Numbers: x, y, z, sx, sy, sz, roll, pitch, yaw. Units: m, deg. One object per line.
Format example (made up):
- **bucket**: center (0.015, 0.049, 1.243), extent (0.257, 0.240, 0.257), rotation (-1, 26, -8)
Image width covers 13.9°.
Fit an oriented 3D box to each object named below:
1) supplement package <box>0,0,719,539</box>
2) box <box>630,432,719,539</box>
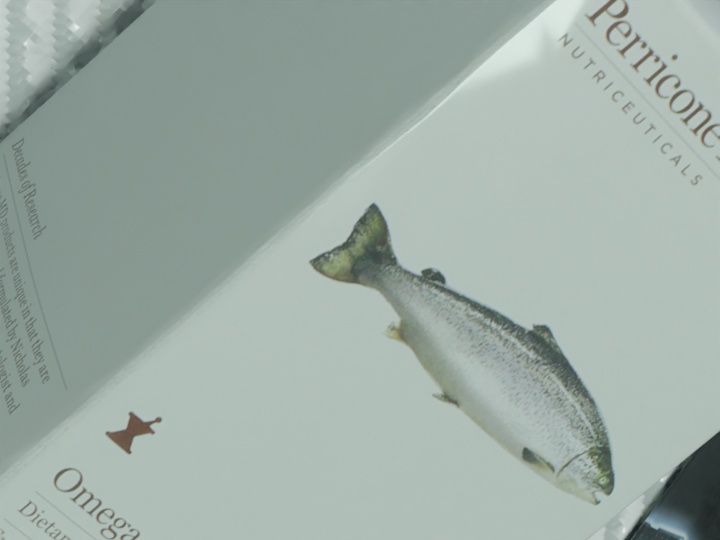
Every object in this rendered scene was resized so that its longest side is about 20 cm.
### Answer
- **supplement package**: center (0.000, 0.000, 0.661), extent (0.200, 0.118, 0.117), rotation (-41, 122, 12)
- **box**: center (0.124, 0.109, 0.757), extent (0.043, 0.160, 0.200), rotation (28, 103, -33)
